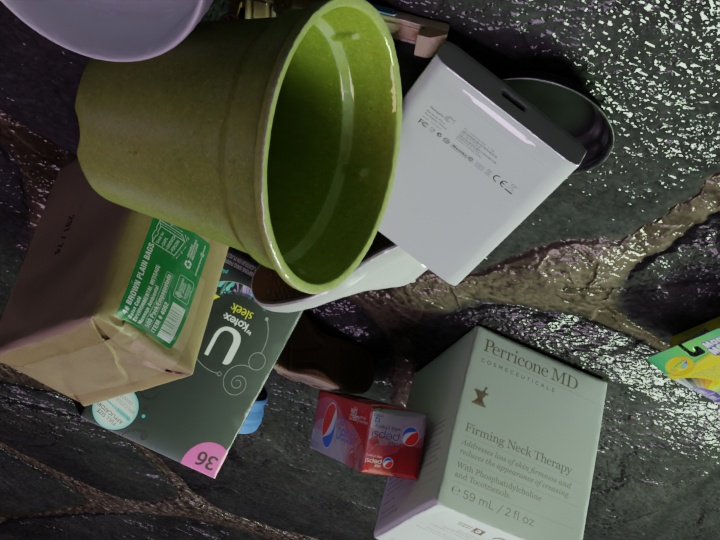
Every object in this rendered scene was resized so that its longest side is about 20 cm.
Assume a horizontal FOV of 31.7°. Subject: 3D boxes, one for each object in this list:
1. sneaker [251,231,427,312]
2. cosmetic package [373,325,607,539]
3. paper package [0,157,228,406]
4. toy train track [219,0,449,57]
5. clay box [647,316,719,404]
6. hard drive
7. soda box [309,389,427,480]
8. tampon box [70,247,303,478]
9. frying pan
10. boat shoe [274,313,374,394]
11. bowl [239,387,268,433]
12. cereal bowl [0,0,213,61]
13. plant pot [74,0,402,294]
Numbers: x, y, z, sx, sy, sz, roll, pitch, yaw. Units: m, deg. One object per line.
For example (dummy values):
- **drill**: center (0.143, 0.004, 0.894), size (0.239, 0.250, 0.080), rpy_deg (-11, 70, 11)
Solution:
- **sneaker**: center (0.000, 0.000, 1.146), size (0.198, 0.074, 0.085), rpy_deg (-20, 146, 17)
- **cosmetic package**: center (0.136, 0.200, 1.333), size (0.166, 0.202, 0.166), rpy_deg (23, 150, -12)
- **paper package**: center (-0.200, -0.008, 1.058), size (0.103, 0.202, 0.190), rpy_deg (33, 147, -31)
- **toy train track**: center (-0.035, -0.185, 0.924), size (0.197, 0.033, 0.115), rpy_deg (14, 151, 2)
- **clay box**: center (0.379, 0.094, 1.186), size (0.199, 0.048, 0.115), rpy_deg (28, 149, -19)
- **hard drive**: center (0.071, -0.076, 0.994), size (0.131, 0.027, 0.200), rpy_deg (37, 144, -3)
- **soda box**: center (0.005, 0.172, 1.348), size (0.063, 0.071, 0.200), rpy_deg (11, 176, -17)
- **tampon box**: center (-0.170, 0.067, 1.222), size (0.149, 0.202, 0.126), rpy_deg (28, 179, -23)
- **frying pan**: center (0.128, -0.097, 0.994), size (0.114, 0.031, 0.190), rpy_deg (22, 152, -4)
- **boat shoe**: center (-0.075, 0.085, 1.378), size (0.199, 0.073, 0.065), rpy_deg (28, 154, -34)
- **bowl**: center (-0.189, 0.107, 1.396), size (0.199, 0.040, 0.201), rpy_deg (32, -173, -4)
- **cereal bowl**: center (-0.167, -0.240, 0.815), size (0.198, 0.084, 0.202), rpy_deg (17, 135, 18)
- **plant pot**: center (-0.094, -0.099, 0.901), size (0.182, 0.202, 0.201), rpy_deg (11, 152, 26)
